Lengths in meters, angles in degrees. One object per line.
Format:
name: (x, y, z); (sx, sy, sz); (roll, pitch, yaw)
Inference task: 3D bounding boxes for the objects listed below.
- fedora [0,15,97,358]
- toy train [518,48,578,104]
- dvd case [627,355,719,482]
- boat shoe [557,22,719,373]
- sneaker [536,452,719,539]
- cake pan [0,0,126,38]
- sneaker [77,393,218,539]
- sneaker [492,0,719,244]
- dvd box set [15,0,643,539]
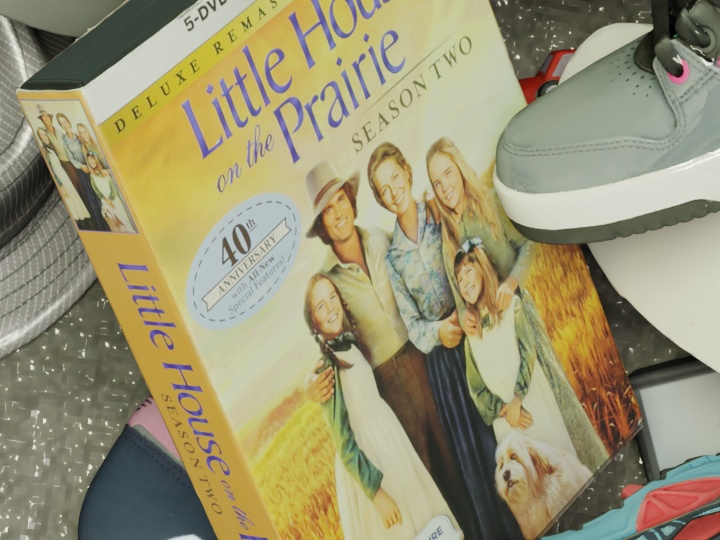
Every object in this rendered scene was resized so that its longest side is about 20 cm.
fedora: (-0.145, -0.066, 0.835); (0.200, 0.090, 0.177); (44, 80, -5)
toy train: (0.068, -0.046, 0.906); (0.199, 0.034, 0.046); (0, 74, -10)
dvd case: (0.185, 0.077, 0.868); (0.199, 0.018, 0.144); (-15, 89, 26)
boat shoe: (0.135, 0.002, 0.842); (0.200, 0.068, 0.072); (42, 113, 32)
sneaker: (0.081, 0.104, 0.792); (0.199, 0.095, 0.080); (-29, 110, -35)
cake pan: (-0.108, -0.140, 0.812); (0.200, 0.200, 0.037); (42, 116, -5)
sneaker: (0.015, 0.092, 0.865); (0.199, 0.070, 0.083); (21, 85, -10)
sneaker: (0.105, -0.095, 0.763); (0.199, 0.084, 0.121); (-28, 117, 10)
dvd box set: (0.000, 0.000, 0.796); (0.146, 0.029, 0.201); (-42, 121, -37)
